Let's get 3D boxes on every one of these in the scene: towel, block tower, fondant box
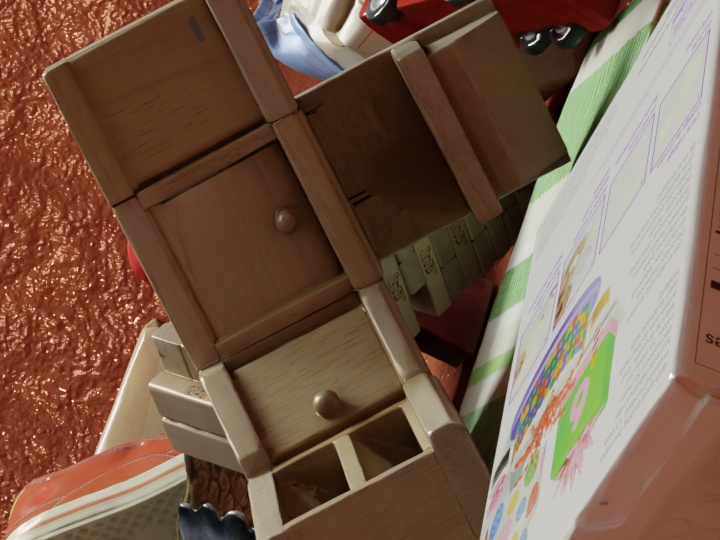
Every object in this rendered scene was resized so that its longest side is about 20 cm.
[{"bbox_3d":[0.081,-0.011,1.074,0.153,0.023,0.201,140,150,-77],"label":"towel"},{"bbox_3d":[0.000,0.000,1.152,0.200,0.058,0.054,-43,-50,-31],"label":"block tower"},{"bbox_3d":[0.090,0.015,0.778,0.201,0.058,0.145,-74,9,-47],"label":"fondant box"}]

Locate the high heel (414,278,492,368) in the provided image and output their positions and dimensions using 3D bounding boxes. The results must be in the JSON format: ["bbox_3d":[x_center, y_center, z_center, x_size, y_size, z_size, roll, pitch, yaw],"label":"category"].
[{"bbox_3d":[-0.014,0.072,1.228,0.067,0.096,0.201,126,164,-61],"label":"high heel"}]

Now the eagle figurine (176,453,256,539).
[{"bbox_3d":[-0.068,0.157,1.189,0.200,0.152,0.151,-52,-21,20],"label":"eagle figurine"}]

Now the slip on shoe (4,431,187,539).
[{"bbox_3d":[-0.073,0.097,1.293,0.061,0.199,0.074,-111,2,-54],"label":"slip on shoe"}]

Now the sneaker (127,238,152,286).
[{"bbox_3d":[-0.029,-0.025,1.324,0.085,0.199,0.078,-8,87,43],"label":"sneaker"}]

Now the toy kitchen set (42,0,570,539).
[{"bbox_3d":[0.004,-0.015,0.982,0.163,0.201,0.180,-28,8,0],"label":"toy kitchen set"}]

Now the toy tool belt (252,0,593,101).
[{"bbox_3d":[0.004,-0.121,1.283,0.123,0.199,0.125,-58,3,43],"label":"toy tool belt"}]

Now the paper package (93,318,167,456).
[{"bbox_3d":[-0.097,0.154,1.488,0.191,0.103,0.201,94,-166,-71],"label":"paper package"}]

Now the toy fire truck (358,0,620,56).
[{"bbox_3d":[0.083,-0.160,1.135,0.200,0.049,0.142,-5,58,62],"label":"toy fire truck"}]
